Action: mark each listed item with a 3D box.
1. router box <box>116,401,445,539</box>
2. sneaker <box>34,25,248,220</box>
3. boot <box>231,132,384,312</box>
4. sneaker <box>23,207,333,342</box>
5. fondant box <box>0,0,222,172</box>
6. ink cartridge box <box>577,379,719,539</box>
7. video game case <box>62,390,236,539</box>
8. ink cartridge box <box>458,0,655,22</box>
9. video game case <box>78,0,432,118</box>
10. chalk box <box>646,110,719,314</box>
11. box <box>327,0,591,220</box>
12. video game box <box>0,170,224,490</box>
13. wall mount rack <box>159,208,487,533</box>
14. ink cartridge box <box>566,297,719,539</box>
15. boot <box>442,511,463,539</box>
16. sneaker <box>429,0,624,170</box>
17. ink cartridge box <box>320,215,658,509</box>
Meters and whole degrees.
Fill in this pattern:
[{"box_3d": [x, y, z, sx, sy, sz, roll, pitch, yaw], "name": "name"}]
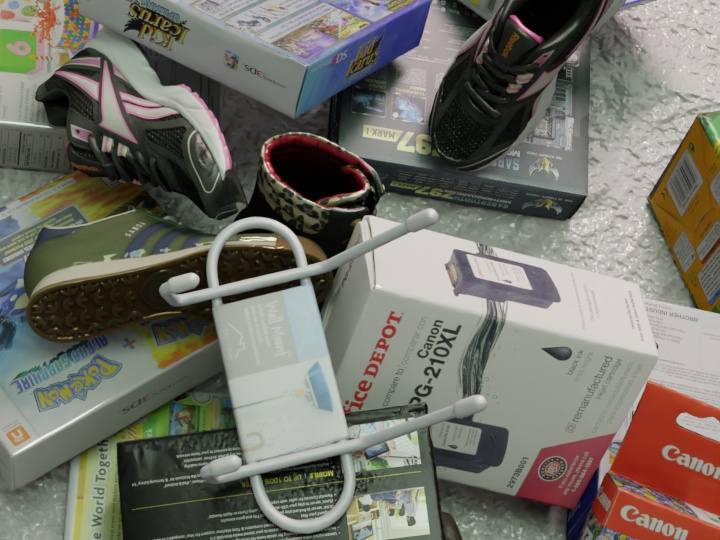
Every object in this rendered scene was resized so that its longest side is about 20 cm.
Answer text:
[{"box_3d": [-0.047, 0.170, 1.107, 0.198, 0.051, 0.150, -7, 72, 1], "name": "router box"}, {"box_3d": [-0.152, -0.085, 1.209, 0.086, 0.081, 0.200, -35, 45, -14], "name": "sneaker"}, {"box_3d": [-0.001, 0.001, 1.223, 0.203, 0.154, 0.074, 30, 57, 4], "name": "boot"}, {"box_3d": [-0.123, -0.011, 1.170, 0.199, 0.067, 0.090, -7, 39, -12], "name": "sneaker"}, {"box_3d": [-0.202, -0.146, 1.316, 0.198, 0.058, 0.145, 6, 60, -12], "name": "fondant box"}, {"box_3d": [0.200, 0.186, 1.161, 0.108, 0.050, 0.201, 21, 96, -4], "name": "ink cartridge box"}, {"box_3d": [-0.105, 0.174, 1.174, 0.181, 0.023, 0.201, 6, 60, -11], "name": "video game case"}, {"box_3d": [0.145, -0.247, 1.421, 0.197, 0.047, 0.200, -20, 53, -42], "name": "ink cartridge box"}, {"box_3d": [-0.071, -0.188, 1.273, 0.180, 0.046, 0.200, 26, 31, 18], "name": "video game case"}, {"box_3d": [0.345, -0.053, 1.361, 0.199, 0.125, 0.125, -10, 63, -18], "name": "chalk box"}, {"box_3d": [0.078, -0.132, 1.375, 0.198, 0.051, 0.159, 8, 65, -9], "name": "box"}, {"box_3d": [-0.199, 0.028, 1.206, 0.199, 0.047, 0.182, -30, 63, -27], "name": "video game box"}, {"box_3d": [-0.023, 0.049, 1.071, 0.172, 0.075, 0.201, -14, 77, -2], "name": "wall mount rack"}, {"box_3d": [0.220, 0.127, 1.251, 0.135, 0.076, 0.201, 12, 57, -6], "name": "ink cartridge box"}, {"box_3d": [0.016, 0.251, 1.132, 0.185, 0.064, 0.201, -11, 67, -35], "name": "boot"}, {"box_3d": [0.110, -0.159, 1.262, 0.080, 0.201, 0.086, 37, 20, 11], "name": "sneaker"}, {"box_3d": [0.073, 0.063, 1.181, 0.199, 0.145, 0.085, 14, 35, -13], "name": "ink cartridge box"}]
